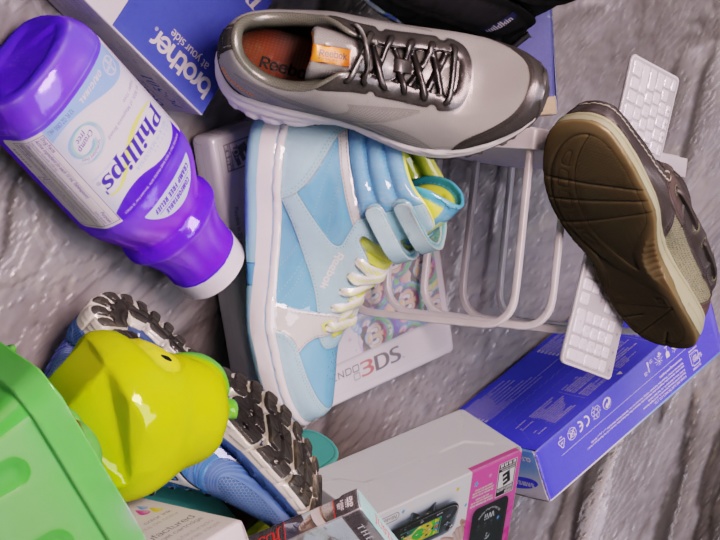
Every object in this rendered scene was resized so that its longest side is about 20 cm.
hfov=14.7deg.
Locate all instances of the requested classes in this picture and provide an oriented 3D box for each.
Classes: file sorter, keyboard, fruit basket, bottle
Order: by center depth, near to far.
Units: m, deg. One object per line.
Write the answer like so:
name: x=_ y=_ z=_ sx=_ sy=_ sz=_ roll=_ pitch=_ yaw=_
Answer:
fruit basket: x=-0.170 y=0.080 z=1.533 sx=0.216 sy=0.215 sz=0.156 roll=-46 pitch=125 yaw=-30
bottle: x=-0.141 y=-0.060 z=1.637 sx=0.200 sy=0.065 sz=0.084 roll=50 pitch=61 yaw=-36
keyboard: x=0.164 y=-0.034 z=1.759 sx=0.056 sy=0.011 sz=0.200 roll=22 pitch=79 yaw=-55
file sorter: x=0.099 y=-0.025 z=1.795 sx=0.200 sy=0.139 sz=0.125 roll=5 pitch=90 yaw=-56

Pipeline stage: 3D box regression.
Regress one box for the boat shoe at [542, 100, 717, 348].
boat shoe: x=0.170 y=-0.037 z=1.712 sx=0.066 sy=0.072 sz=0.201 roll=-60 pitch=138 yaw=-32

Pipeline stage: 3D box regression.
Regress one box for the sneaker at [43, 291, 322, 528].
sneaker: x=-0.106 y=0.100 z=1.669 sx=0.200 sy=0.089 sz=0.079 roll=39 pitch=23 yaw=-14

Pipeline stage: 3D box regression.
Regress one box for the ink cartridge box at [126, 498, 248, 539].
ink cartridge box: x=-0.170 y=0.190 z=1.552 sx=0.148 sy=0.200 sz=0.086 roll=-30 pitch=116 yaw=-38

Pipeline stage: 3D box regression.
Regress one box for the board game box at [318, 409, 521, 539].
board game box: x=0.023 y=0.207 z=1.796 sx=0.147 sy=0.064 sz=0.200 roll=-20 pitch=129 yaw=-40

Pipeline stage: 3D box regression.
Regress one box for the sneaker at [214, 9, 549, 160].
sneaker: x=0.010 y=-0.112 z=1.625 sx=0.079 sy=0.200 sz=0.074 roll=75 pitch=22 yaw=-78

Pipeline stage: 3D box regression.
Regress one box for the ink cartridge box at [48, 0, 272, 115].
ink cartridge box: x=-0.142 y=-0.188 z=1.633 sx=0.200 sy=0.044 sz=0.094 roll=45 pitch=67 yaw=-39

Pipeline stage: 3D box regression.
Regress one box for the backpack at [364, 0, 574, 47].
backpack: x=0.054 y=-0.210 z=1.627 sx=0.154 sy=0.163 sz=0.200 roll=62 pitch=25 yaw=6

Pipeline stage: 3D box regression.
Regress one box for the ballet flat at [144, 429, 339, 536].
ballet flat: x=-0.091 y=0.156 z=1.725 sx=0.200 sy=0.067 sz=0.067 roll=-17 pitch=139 yaw=-43

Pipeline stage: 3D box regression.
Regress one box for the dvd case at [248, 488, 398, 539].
dvd case: x=-0.053 y=0.220 z=1.697 sx=0.146 sy=0.200 sz=0.022 roll=55 pitch=17 yaw=-35

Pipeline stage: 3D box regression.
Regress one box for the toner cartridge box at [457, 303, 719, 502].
toner cartridge box: x=0.153 y=0.082 z=1.923 sx=0.200 sy=0.095 sz=0.043 roll=-37 pitch=120 yaw=-34

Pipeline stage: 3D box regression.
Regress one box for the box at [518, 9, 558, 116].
box: x=0.095 y=-0.206 z=1.810 sx=0.032 sy=0.121 sz=0.200 roll=-4 pitch=101 yaw=-12

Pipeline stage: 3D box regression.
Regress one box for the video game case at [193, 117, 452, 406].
video game case: x=-0.020 y=-0.014 z=1.790 sx=0.182 sy=0.024 sz=0.200 roll=-23 pitch=111 yaw=-40

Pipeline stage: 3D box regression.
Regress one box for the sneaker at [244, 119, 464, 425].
sneaker: x=0.000 y=0.000 z=1.695 sx=0.080 sy=0.130 sz=0.200 roll=-43 pitch=132 yaw=-69
